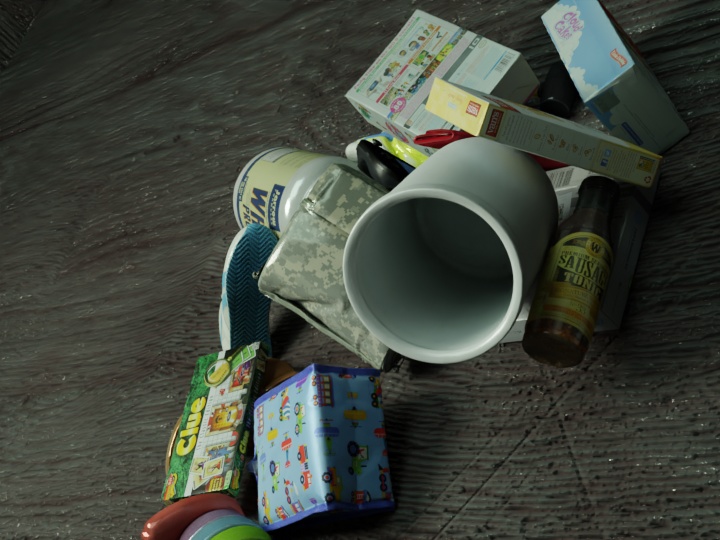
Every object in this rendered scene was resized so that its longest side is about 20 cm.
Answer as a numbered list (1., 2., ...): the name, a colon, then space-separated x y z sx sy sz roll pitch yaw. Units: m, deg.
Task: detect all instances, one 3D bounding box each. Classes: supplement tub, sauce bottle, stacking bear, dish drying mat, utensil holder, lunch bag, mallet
1. supplement tub: -0.062 -0.081 1.617 0.145 0.145 0.200 -56 31 -10
2. sauce bottle: 0.208 -0.004 1.200 0.066 0.066 0.200 -14 47 44
3. stacking bear: -0.126 0.328 1.302 0.114 0.122 0.200 -32 37 -19
4. dish drying mat: 0.159 -0.129 1.346 0.077 0.200 0.018 2 85 59
5. utensil holder: 0.095 -0.029 1.200 0.170 0.170 0.200 -31 9 28
6. lunch bag: -0.066 0.199 1.350 0.200 0.094 0.151 -26 64 47
7. lunch bag: 0.000 0.000 1.398 0.168 0.200 0.139 -54 -12 -9
8. mallet: 0.175 -0.223 1.529 0.200 0.041 0.066 8 60 36

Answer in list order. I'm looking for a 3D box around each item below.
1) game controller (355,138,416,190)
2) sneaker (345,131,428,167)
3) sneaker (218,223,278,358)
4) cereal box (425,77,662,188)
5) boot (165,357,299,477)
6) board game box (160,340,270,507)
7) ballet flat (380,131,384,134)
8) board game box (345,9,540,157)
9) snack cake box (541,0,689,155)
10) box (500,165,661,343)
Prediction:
1. game controller: 0.084 -0.085 1.389 0.042 0.200 0.104 -61 29 5
2. sneaker: 0.080 -0.163 1.600 0.200 0.076 0.105 8 51 37
3. sneaker: -0.149 0.033 1.597 0.081 0.076 0.200 -136 51 -60
4. cereal box: 0.179 -0.137 1.238 0.040 0.200 0.144 -71 23 11
5. boot: -0.139 0.196 1.504 0.200 0.077 0.155 -51 35 -16
6. board game box: -0.170 0.180 1.470 0.105 0.023 0.200 -19 45 32
7. ballet flat: 0.076 -0.200 1.648 0.200 0.069 0.070 -37 34 20
8. board game box: 0.097 -0.219 1.517 0.148 0.064 0.200 -50 46 -4
9. snack cake box: 0.276 -0.218 1.368 0.067 0.115 0.200 -37 33 20
10. box: 0.219 -0.024 1.304 0.156 0.041 0.200 -11 47 44
